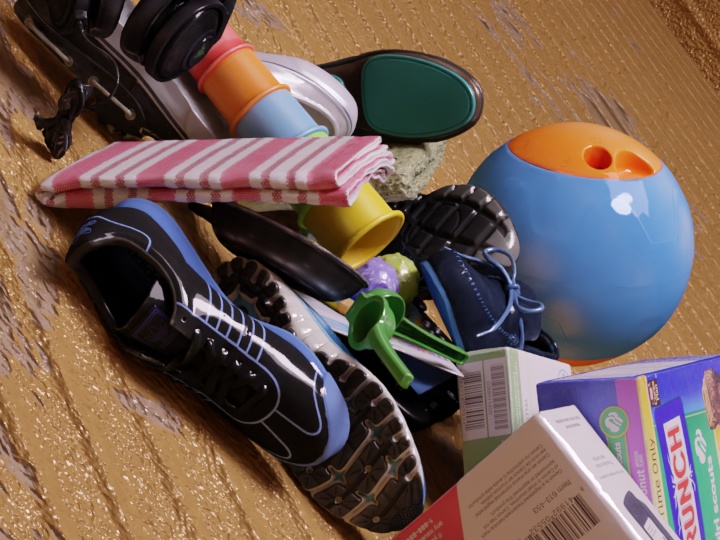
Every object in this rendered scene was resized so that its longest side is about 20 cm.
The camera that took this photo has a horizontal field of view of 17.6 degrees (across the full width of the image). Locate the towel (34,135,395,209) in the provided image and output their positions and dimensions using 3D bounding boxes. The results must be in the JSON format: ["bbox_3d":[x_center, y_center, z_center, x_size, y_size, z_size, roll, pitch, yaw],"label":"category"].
[{"bbox_3d":[-0.088,-0.057,1.444,0.146,0.199,0.030,-42,130,-73],"label":"towel"}]

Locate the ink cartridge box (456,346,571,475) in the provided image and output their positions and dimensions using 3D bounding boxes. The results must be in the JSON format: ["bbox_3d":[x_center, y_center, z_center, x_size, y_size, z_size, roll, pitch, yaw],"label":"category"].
[{"bbox_3d":[0.133,0.138,1.616,0.200,0.048,0.146,16,66,-58],"label":"ink cartridge box"}]

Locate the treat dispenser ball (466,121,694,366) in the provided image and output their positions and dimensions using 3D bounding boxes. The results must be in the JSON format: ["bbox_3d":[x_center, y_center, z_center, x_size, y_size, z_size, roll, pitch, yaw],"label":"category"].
[{"bbox_3d":[0.174,-0.022,1.917,0.201,0.201,0.201,42,17,-17],"label":"treat dispenser ball"}]

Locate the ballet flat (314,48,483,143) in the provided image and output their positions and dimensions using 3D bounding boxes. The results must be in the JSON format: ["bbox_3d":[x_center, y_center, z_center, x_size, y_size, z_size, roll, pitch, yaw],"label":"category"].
[{"bbox_3d":[0.005,-0.130,1.725,0.068,0.199,0.068,-17,108,-67],"label":"ballet flat"}]

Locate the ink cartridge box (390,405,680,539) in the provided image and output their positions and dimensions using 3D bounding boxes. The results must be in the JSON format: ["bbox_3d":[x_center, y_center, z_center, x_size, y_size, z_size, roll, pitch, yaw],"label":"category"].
[{"bbox_3d":[0.127,0.204,1.390,0.200,0.145,0.084,52,16,13],"label":"ink cartridge box"}]

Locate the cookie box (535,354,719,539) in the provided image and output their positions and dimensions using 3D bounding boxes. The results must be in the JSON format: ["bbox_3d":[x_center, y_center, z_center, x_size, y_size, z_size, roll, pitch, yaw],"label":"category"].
[{"bbox_3d":[0.193,0.146,1.517,0.200,0.075,0.172,-6,89,-63],"label":"cookie box"}]

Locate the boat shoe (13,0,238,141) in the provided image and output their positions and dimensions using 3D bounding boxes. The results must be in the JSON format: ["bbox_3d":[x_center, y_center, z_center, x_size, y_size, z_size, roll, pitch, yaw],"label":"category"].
[{"bbox_3d":[-0.151,-0.125,1.580,0.200,0.064,0.071,47,18,-3],"label":"boat shoe"}]

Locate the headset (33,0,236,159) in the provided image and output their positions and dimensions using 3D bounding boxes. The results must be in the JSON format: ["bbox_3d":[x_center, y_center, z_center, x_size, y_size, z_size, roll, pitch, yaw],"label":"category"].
[{"bbox_3d":[-0.155,-0.159,1.505,0.123,0.094,0.200,25,42,-4],"label":"headset"}]

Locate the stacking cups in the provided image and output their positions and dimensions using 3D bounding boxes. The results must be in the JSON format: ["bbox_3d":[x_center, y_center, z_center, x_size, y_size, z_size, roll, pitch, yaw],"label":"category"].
[{"bbox_3d":[-0.056,-0.088,1.547,0.200,0.061,0.060,48,16,17],"label":"stacking cups"}]

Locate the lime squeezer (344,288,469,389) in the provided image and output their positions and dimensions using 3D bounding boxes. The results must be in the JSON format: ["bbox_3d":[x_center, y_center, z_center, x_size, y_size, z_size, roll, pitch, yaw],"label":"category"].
[{"bbox_3d":[0.019,0.044,1.443,0.071,0.038,0.200,54,10,6],"label":"lime squeezer"}]

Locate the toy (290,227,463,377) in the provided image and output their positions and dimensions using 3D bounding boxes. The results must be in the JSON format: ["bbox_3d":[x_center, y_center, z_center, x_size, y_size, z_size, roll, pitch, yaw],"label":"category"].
[{"bbox_3d":[0.000,0.000,1.598,0.115,0.047,0.200,19,12,-23],"label":"toy"}]

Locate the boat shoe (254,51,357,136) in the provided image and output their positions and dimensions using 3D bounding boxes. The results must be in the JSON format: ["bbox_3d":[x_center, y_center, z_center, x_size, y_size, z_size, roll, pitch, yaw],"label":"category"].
[{"bbox_3d":[-0.098,-0.121,1.655,0.199,0.074,0.066,16,41,-11],"label":"boat shoe"}]

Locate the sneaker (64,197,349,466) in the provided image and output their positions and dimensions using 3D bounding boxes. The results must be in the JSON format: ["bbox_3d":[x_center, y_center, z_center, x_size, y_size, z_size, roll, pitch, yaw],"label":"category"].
[{"bbox_3d":[-0.093,0.045,1.354,0.200,0.070,0.078,44,25,2],"label":"sneaker"}]

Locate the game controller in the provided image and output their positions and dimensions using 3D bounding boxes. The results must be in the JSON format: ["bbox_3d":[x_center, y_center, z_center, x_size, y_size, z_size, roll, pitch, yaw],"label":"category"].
[{"bbox_3d":[0.029,0.062,1.632,0.104,0.042,0.200,38,16,10],"label":"game controller"}]

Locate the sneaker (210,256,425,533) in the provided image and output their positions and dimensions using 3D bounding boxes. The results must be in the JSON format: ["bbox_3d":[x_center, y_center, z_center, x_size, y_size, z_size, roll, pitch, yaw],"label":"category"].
[{"bbox_3d":[-0.017,0.074,1.447,0.200,0.078,0.090,54,15,20],"label":"sneaker"}]

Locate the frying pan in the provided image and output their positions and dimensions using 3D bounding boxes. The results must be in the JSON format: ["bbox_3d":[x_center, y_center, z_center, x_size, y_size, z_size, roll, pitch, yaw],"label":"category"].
[{"bbox_3d":[-0.076,-0.023,1.492,0.189,0.031,0.115,22,-10,36],"label":"frying pan"}]

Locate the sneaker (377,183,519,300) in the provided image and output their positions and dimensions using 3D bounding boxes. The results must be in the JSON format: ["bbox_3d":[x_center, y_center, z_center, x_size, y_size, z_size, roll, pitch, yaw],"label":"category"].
[{"bbox_3d":[0.054,-0.019,1.727,0.200,0.075,0.079,15,-35,51],"label":"sneaker"}]

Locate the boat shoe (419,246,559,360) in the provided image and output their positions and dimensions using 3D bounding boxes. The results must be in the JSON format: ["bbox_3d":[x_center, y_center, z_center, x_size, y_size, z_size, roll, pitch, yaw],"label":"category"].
[{"bbox_3d":[0.092,0.025,1.624,0.200,0.068,0.085,50,16,-69],"label":"boat shoe"}]

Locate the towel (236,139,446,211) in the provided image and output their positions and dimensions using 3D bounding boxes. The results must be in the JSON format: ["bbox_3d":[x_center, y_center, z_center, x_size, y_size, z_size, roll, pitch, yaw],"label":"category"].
[{"bbox_3d":[-0.012,-0.080,1.732,0.200,0.147,0.037,-57,144,-73],"label":"towel"}]
